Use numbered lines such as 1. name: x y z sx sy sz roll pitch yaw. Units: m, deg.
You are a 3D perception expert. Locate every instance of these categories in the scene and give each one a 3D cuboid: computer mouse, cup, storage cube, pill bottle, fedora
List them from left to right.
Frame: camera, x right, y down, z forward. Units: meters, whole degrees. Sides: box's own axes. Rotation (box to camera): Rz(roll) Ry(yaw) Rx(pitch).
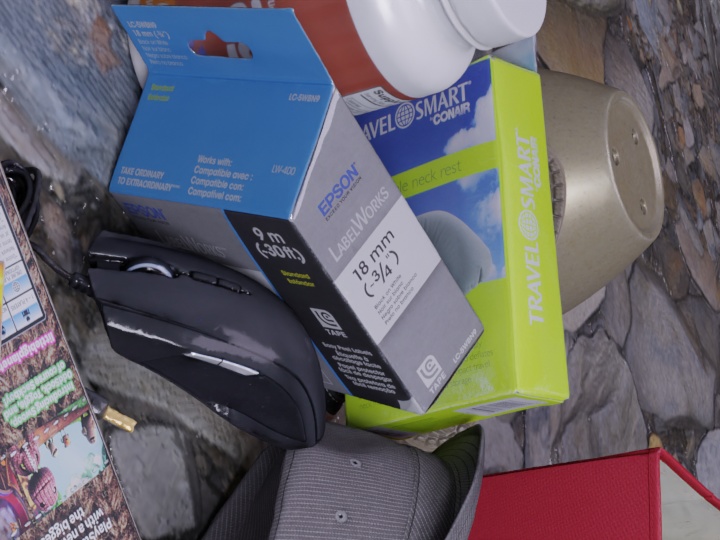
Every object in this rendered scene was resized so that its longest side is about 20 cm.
1. computer mouse: -0.081 0.027 0.692 0.200 0.046 0.141 35 23 -22
2. fedora: -0.023 0.136 0.780 0.090 0.177 0.201 34 42 -11
3. pill bottle: -0.012 -0.135 0.822 0.112 0.199 0.113 31 52 -52
4. cup: 0.121 -0.056 1.085 0.200 0.142 0.202 31 53 -52
5. storage cube: 0.129 0.224 0.956 0.171 0.179 0.201 38 47 -49

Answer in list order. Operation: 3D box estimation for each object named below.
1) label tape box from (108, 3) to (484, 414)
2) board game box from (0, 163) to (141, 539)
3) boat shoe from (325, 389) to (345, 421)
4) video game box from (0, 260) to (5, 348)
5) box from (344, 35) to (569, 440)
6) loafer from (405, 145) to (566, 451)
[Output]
1. label tape box: -0.047 -0.029 0.771 0.063 0.144 0.200 -51 127 -24
2. board game box: -0.177 0.073 0.557 0.159 0.096 0.201 -37 112 -58
3. boat shoe: 0.000 0.000 0.935 0.075 0.062 0.201 57 37 -36
4. video game box: -0.192 0.079 0.418 0.199 0.047 0.184 6 84 -42
5. box: 0.044 -0.020 0.852 0.047 0.121 0.202 13 67 -43
6. loafer: 0.064 0.011 0.990 0.075 0.068 0.201 24 87 -9
